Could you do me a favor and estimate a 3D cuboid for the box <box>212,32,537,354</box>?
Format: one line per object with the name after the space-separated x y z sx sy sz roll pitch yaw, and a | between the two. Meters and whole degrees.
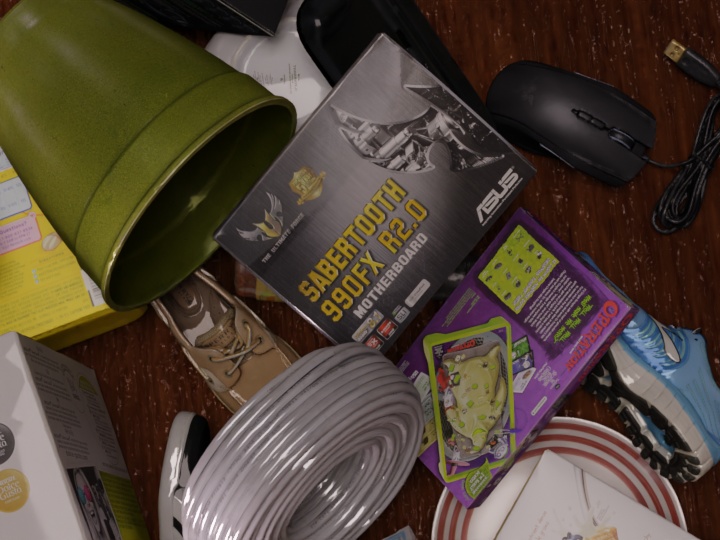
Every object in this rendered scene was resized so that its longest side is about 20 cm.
0.010 -0.052 1.145 0.158 0.048 0.200 40 94 -9 | box

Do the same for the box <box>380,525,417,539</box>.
0.033 0.307 1.096 0.112 0.101 0.202 -26 104 1 | box

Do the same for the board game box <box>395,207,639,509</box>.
0.106 0.067 1.160 0.120 0.032 0.201 46 106 28 | board game box

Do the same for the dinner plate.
0.154 0.215 1.176 0.197 0.024 0.203 -1 79 7 | dinner plate

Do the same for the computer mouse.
0.208 -0.136 1.219 0.199 0.046 0.141 32 86 11 | computer mouse

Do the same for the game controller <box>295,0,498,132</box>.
0.031 -0.147 1.196 0.104 0.042 0.201 -43 107 -22 | game controller

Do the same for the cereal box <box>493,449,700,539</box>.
0.189 0.246 1.135 0.199 0.040 0.145 29 85 10 | cereal box

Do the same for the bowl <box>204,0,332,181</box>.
-0.052 -0.145 1.230 0.198 0.090 0.204 -1 79 6 | bowl

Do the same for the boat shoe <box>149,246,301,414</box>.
-0.108 0.060 1.212 0.200 0.065 0.071 43 87 12 | boat shoe

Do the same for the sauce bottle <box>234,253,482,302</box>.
0.000 0.000 1.209 0.197 0.066 0.067 7 81 1 | sauce bottle

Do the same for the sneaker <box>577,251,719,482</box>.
0.221 0.066 1.181 0.089 0.079 0.201 -27 70 -26 | sneaker

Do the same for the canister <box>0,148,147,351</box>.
-0.269 -0.039 1.239 0.147 0.087 0.202 -20 80 2 | canister

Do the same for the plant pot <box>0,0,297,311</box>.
-0.183 -0.110 1.131 0.193 0.200 0.201 42 87 12 | plant pot

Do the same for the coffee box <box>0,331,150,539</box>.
-0.287 0.184 1.143 0.198 0.200 0.200 -22 77 2 | coffee box

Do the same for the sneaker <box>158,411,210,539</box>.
-0.100 0.214 1.187 0.110 0.073 0.203 3 88 4 | sneaker

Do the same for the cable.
-0.040 0.145 1.094 0.199 0.201 0.069 -29 59 -37 | cable

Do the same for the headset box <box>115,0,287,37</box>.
-0.119 -0.288 1.211 0.199 0.092 0.176 15 81 47 | headset box
